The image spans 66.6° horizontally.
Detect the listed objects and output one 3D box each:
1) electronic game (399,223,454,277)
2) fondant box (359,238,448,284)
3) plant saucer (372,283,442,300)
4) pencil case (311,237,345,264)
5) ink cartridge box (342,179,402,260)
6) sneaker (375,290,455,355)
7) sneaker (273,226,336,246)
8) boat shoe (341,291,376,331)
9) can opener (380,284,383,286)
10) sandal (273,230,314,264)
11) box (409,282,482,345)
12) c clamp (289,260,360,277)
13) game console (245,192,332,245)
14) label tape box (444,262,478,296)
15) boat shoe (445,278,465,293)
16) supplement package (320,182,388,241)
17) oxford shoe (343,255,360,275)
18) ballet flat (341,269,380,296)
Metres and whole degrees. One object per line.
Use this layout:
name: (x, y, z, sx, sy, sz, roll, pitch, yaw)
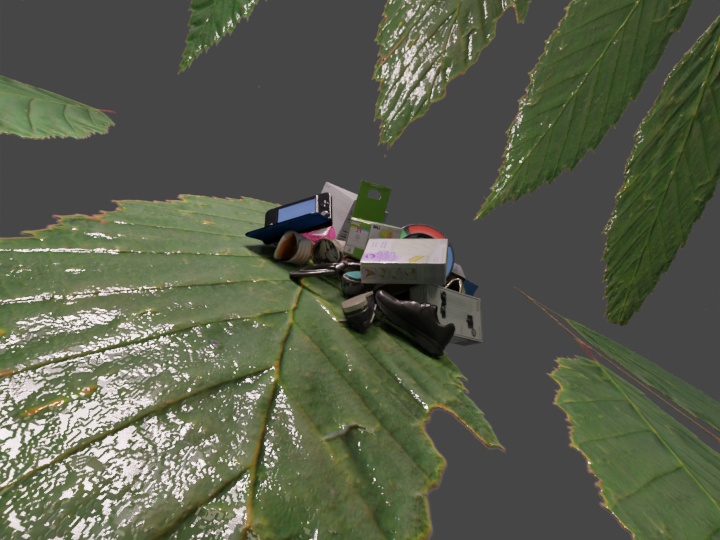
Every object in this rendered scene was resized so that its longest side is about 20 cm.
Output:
electronic game: (0.168, -0.039, 1.556, 0.199, 0.201, 0.042, 26, -17, 5)
fondant box: (0.108, -0.024, 1.315, 0.199, 0.059, 0.144, 0, 26, 11)
plant saucer: (0.126, 0.048, 1.400, 0.199, 0.035, 0.200, -13, -11, -3)
pencil case: (-0.067, -0.039, 1.511, 0.077, 0.090, 0.200, -5, -2, 16)
ink cartridge box: (0.045, -0.125, 1.459, 0.076, 0.201, 0.148, 19, 9, 36)
sneaker: (0.122, 0.099, 1.214, 0.200, 0.091, 0.076, 37, 7, 13)
sneaker: (-0.172, -0.087, 1.560, 0.199, 0.088, 0.082, -2, 66, -33)
boat shoe: (0.001, 0.089, 1.191, 0.200, 0.072, 0.063, -44, 112, -84)
can opener: (0.063, 0.034, 1.546, 0.067, 0.054, 0.200, 28, 10, 13)
sandal: (-0.151, -0.053, 1.415, 0.059, 0.079, 0.207, 28, 9, 18)
box: (0.209, 0.108, 1.328, 0.199, 0.117, 0.060, 16, -24, -38)
c clamp: (-0.077, -0.007, 1.323, 0.170, 0.027, 0.200, 0, 8, 15)
game console: (-0.183, -0.147, 1.418, 0.118, 0.199, 0.171, 59, 21, -49)
label tape box: (0.234, 0.041, 1.633, 0.199, 0.145, 0.063, 27, 32, 4)
boat shoe: (0.220, 0.086, 1.441, 0.074, 0.069, 0.200, 8, 28, 27)
supplement package: (-0.052, -0.141, 1.731, 0.147, 0.201, 0.191, 17, 14, -38)
oxford shoe: (0.000, 0.000, 1.518, 0.070, 0.075, 0.200, 18, 8, 25)
ballet flat: (0.011, 0.028, 1.398, 0.072, 0.072, 0.200, 30, 23, 24)
